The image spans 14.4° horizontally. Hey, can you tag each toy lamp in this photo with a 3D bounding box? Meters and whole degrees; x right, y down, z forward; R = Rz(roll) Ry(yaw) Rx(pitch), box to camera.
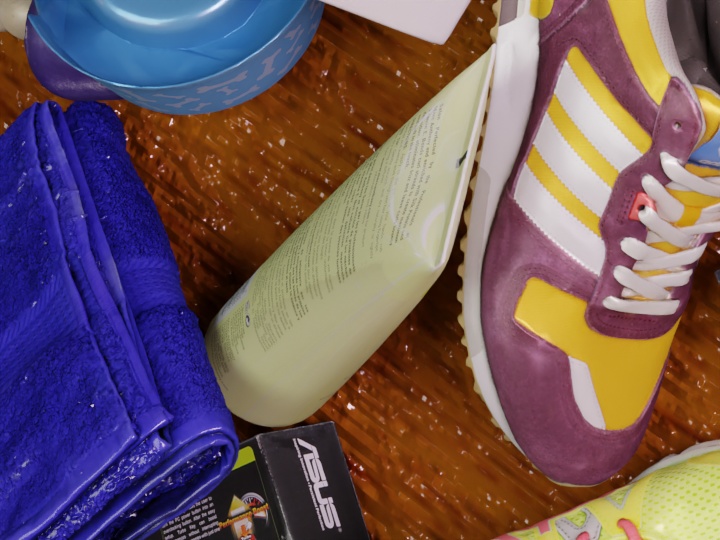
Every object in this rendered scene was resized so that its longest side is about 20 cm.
[{"bbox_3d":[-0.144,-0.105,1.100,0.200,0.058,0.058,19,107,38],"label":"toy lamp"}]

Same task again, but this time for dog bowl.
[{"bbox_3d":[-0.085,-0.138,1.018,0.111,0.050,0.200,-35,65,-3],"label":"dog bowl"}]

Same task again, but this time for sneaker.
[{"bbox_3d":[0.087,-0.027,0.888,0.090,0.075,0.200,10,102,47],"label":"sneaker"},{"bbox_3d":[0.061,0.115,0.908,0.200,0.090,0.078,-31,73,28],"label":"sneaker"}]

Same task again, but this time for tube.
[{"bbox_3d":[0.000,0.000,0.936,0.058,0.052,0.200,63,153,11],"label":"tube"}]

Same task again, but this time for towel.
[{"bbox_3d":[-0.128,0.036,1.034,0.148,0.050,0.200,-39,41,14],"label":"towel"}]

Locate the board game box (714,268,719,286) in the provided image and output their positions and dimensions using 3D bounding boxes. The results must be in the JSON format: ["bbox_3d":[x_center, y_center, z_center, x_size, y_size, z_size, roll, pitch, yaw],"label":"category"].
[{"bbox_3d":[0.198,0.062,0.824,0.135,0.035,0.200,-32,73,39],"label":"board game box"}]

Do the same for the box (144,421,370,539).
[{"bbox_3d":[-0.060,0.177,1.064,0.200,0.047,0.193,-28,74,41],"label":"box"}]

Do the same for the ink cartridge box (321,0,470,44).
[{"bbox_3d":[-0.010,-0.200,0.869,0.145,0.147,0.200,44,108,40],"label":"ink cartridge box"}]
